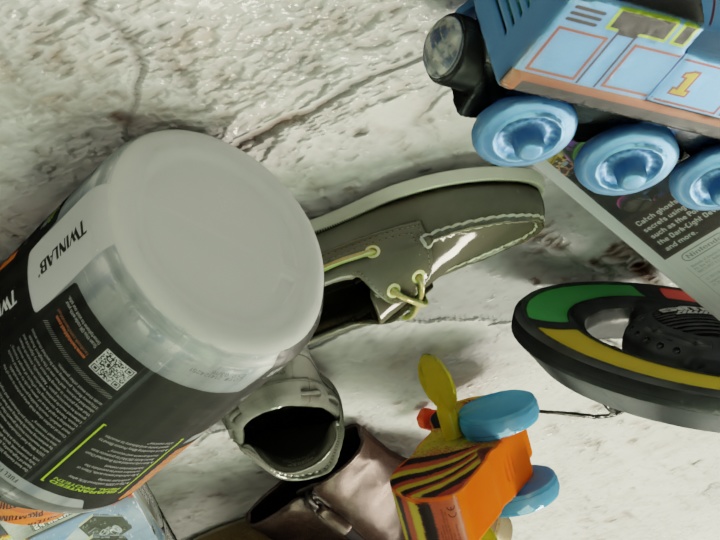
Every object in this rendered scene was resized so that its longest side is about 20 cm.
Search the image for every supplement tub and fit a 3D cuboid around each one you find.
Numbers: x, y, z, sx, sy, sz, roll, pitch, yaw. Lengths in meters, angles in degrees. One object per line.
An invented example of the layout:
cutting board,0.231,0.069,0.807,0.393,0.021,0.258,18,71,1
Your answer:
supplement tub,-0.117,0.034,1.100,0.122,0.123,0.200,5,147,-40

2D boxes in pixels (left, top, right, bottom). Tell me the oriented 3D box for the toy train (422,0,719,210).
toy train,0.126,-0.091,1.016,0.200,0.087,0.114,11,141,-29

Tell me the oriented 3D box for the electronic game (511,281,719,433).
electronic game,0.179,0.042,1.268,0.200,0.200,0.042,-1,107,-31

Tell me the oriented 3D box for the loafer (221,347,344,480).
loafer,-0.044,0.083,1.310,0.070,0.070,0.200,-18,155,3

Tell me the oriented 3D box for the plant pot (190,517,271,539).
plant pot,-0.054,0.209,1.621,0.200,0.028,0.200,-14,155,-7

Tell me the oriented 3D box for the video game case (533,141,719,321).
video game case,0.210,-0.060,1.142,0.200,0.023,0.182,-33,125,32

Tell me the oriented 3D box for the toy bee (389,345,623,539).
toy bee,0.069,0.113,1.404,0.109,0.131,0.200,-4,178,38

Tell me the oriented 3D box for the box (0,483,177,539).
box,-0.209,0.172,1.367,0.200,0.040,0.137,-18,129,4

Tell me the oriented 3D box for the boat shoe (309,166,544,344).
boat shoe,0.000,0.001,1.179,0.201,0.060,0.072,-16,156,-2

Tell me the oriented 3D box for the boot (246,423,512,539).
boot,-0.018,0.182,1.515,0.200,0.072,0.166,-41,133,20
